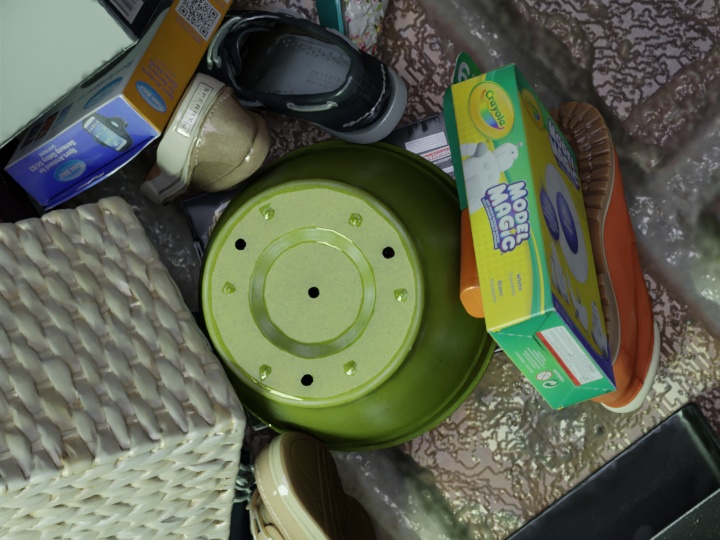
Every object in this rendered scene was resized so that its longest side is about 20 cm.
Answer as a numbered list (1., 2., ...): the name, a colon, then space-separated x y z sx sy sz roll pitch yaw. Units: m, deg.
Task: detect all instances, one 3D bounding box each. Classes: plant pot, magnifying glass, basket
1. plant pot: -0.018 0.015 1.396 0.198 0.193 0.202 0 89 7
2. magnifying glass: 0.074 -0.045 1.419 0.022 0.201 0.080 -18 126 19
3. plant pot: 0.192 0.226 1.429 0.200 0.200 0.178 -38 98 5
4. basket: -0.190 0.086 1.350 0.197 0.162 0.201 -14 53 -25

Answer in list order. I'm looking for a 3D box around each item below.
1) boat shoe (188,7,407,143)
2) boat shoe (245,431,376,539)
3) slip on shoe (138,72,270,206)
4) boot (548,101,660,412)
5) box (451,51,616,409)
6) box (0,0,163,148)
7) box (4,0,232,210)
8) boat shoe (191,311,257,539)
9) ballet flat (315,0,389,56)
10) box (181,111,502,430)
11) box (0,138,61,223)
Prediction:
1. boat shoe: -0.059 -0.136 1.474 0.199 0.060 0.076 14 77 37
2. boat shoe: -0.039 0.161 1.446 0.064 0.200 0.072 -13 61 9
3. slip on shoe: -0.094 -0.075 1.453 0.060 0.200 0.076 27 77 -5
4. boot: 0.148 -0.006 1.490 0.075 0.107 0.202 -14 62 28
5. box: 0.103 -0.031 1.389 0.048 0.117 0.201 -19 57 16
6. box: -0.186 -0.166 1.414 0.141 0.200 0.079 -37 107 24
7. box: -0.148 -0.122 1.445 0.119 0.201 0.041 -27 116 39
8. boat shoe: -0.096 0.127 1.514 0.061 0.075 0.202 -21 78 17
9. ballet flat: -0.010 -0.223 1.508 0.063 0.076 0.202 -16 92 -11
10. box: 0.000 0.000 1.514 0.198 0.049 0.161 -19 85 6
11. box: -0.308 -0.044 1.471 0.164 0.200 0.167 -34 87 5
